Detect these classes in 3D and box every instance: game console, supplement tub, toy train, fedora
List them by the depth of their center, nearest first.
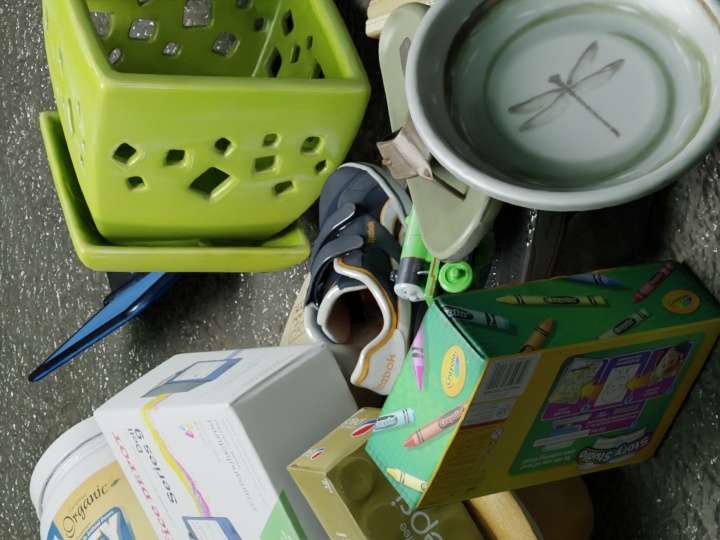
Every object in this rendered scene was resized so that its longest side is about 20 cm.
[{"bbox_3d":[0.063,-0.064,1.648,0.056,0.042,0.201,7,66,15],"label":"toy train"},{"bbox_3d":[0.090,0.150,1.651,0.201,0.082,0.201,44,158,23],"label":"fedora"},{"bbox_3d":[-0.157,0.217,1.982,0.200,0.144,0.145,53,134,37],"label":"supplement tub"},{"bbox_3d":[-0.189,-0.025,2.020,0.200,0.118,0.172,-30,70,51],"label":"game console"}]

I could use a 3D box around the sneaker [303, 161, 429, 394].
[{"bbox_3d":[0.000,0.000,1.687,0.201,0.079,0.079,63,140,43],"label":"sneaker"}]

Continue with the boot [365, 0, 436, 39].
[{"bbox_3d":[0.063,-0.241,1.674,0.200,0.072,0.157,-24,75,51],"label":"boot"}]

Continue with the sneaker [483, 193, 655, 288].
[{"bbox_3d":[0.129,-0.005,1.589,0.060,0.104,0.201,44,129,49],"label":"sneaker"}]

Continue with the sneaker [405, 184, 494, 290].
[{"bbox_3d":[0.078,0.001,1.698,0.091,0.077,0.201,127,135,-54],"label":"sneaker"}]

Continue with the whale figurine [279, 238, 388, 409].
[{"bbox_3d":[0.001,0.057,1.802,0.159,0.103,0.201,-41,37,48],"label":"whale figurine"}]

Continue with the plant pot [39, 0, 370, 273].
[{"bbox_3d":[-0.123,-0.112,1.831,0.200,0.198,0.182,-114,30,-48],"label":"plant pot"}]

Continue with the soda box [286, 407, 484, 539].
[{"bbox_3d":[0.040,0.184,1.594,0.201,0.068,0.064,58,160,-12],"label":"soda box"}]

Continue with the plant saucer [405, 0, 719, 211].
[{"bbox_3d":[0.127,-0.107,1.533,0.201,0.199,0.050,56,168,34],"label":"plant saucer"}]

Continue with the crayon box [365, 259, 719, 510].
[{"bbox_3d":[0.111,0.066,1.536,0.058,0.199,0.119,50,132,34],"label":"crayon box"}]

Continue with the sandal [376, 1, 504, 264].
[{"bbox_3d":[0.035,-0.084,1.598,0.080,0.057,0.202,-51,41,34],"label":"sandal"}]

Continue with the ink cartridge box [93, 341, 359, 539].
[{"bbox_3d":[-0.072,0.132,1.704,0.200,0.087,0.146,-5,114,60],"label":"ink cartridge box"}]
